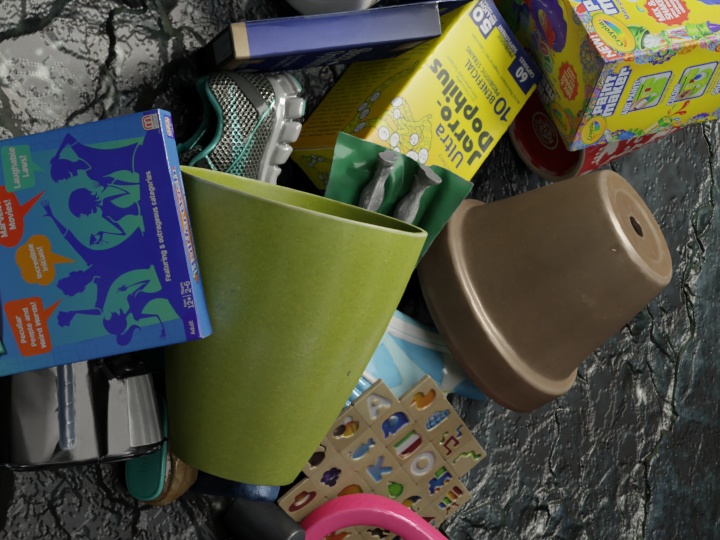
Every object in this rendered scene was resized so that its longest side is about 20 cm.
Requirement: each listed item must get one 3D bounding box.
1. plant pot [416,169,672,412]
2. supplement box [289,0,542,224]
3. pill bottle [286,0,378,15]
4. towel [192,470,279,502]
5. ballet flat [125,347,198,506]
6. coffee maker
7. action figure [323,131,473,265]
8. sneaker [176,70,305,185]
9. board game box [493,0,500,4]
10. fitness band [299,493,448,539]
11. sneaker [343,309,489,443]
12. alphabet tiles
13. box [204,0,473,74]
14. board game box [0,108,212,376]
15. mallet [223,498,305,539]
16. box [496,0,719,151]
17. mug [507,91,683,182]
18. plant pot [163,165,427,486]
[{"bbox_3d":[0.174,0.000,1.298,0.200,0.174,0.201,41,31,-31],"label":"plant pot"},{"bbox_3d":[0.049,-0.138,1.280,0.109,0.109,0.200,50,63,-28],"label":"supplement box"},{"bbox_3d":[0.017,-0.297,1.241,0.200,0.111,0.111,-42,116,-40],"label":"pill bottle"},{"bbox_3d":[-0.079,0.086,1.179,0.048,0.112,0.201,15,80,-27],"label":"towel"},{"bbox_3d":[-0.147,0.085,1.164,0.072,0.068,0.201,-2,93,-59],"label":"ballet flat"},{"bbox_3d":[-0.238,0.038,1.056,0.191,0.135,0.201,0,91,2],"label":"coffee maker"},{"bbox_3d":[0.000,0.000,1.195,0.118,0.055,0.201,21,110,-7],"label":"action figure"},{"bbox_3d":[-0.115,-0.068,1.169,0.091,0.078,0.201,12,94,-28],"label":"sneaker"},{"bbox_3d":[0.118,-0.287,1.283,0.030,0.200,0.096,1,89,-11],"label":"board game box"},{"bbox_3d":[0.022,0.279,1.258,0.200,0.037,0.144,41,101,-15],"label":"fitness band"},{"bbox_3d":[0.032,0.110,1.297,0.199,0.079,0.131,24,74,-27],"label":"sneaker"},{"bbox_3d":[0.022,0.179,1.272,0.166,0.006,0.200,-40,134,-4],"label":"alphabet tiles"},{"bbox_3d":[-0.017,-0.185,1.172,0.199,0.121,0.033,-10,93,-15],"label":"box"},{"bbox_3d":[-0.210,-0.012,0.964,0.199,0.045,0.153,-11,92,4],"label":"board game box"},{"bbox_3d":[-0.120,0.273,1.186,0.200,0.066,0.041,-56,157,-20],"label":"mallet"},{"bbox_3d":[0.243,-0.236,1.328,0.192,0.122,0.201,-14,59,-19],"label":"box"},{"bbox_3d":[0.234,-0.184,1.445,0.200,0.177,0.134,-29,146,-30],"label":"mug"},{"bbox_3d":[-0.066,0.045,1.057,0.187,0.187,0.201,10,97,-39],"label":"plant pot"}]
